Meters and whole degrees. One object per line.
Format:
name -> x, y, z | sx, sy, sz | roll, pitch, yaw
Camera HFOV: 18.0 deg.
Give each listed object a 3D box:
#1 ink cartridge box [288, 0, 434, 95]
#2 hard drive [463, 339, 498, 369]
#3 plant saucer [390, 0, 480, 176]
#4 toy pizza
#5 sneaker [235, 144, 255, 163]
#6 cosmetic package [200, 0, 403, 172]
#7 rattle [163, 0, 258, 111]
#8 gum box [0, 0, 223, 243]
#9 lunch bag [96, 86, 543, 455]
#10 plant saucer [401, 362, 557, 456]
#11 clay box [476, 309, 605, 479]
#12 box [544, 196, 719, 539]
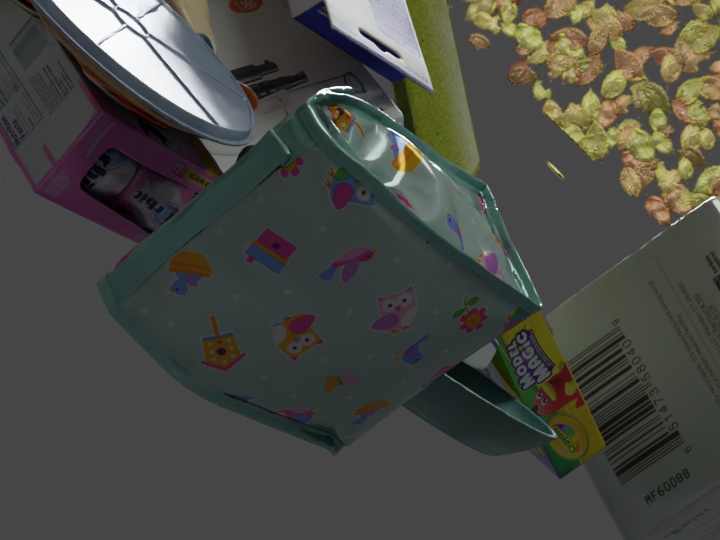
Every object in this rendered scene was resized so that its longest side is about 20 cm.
ink cartridge box -> -0.010, -0.191, 1.554 | 0.094, 0.037, 0.201 | 30, 27, -32
hard drive -> 0.000, 0.000, 1.553 | 0.132, 0.025, 0.200 | 31, 2, -27
plant saucer -> 0.050, -0.150, 1.749 | 0.200, 0.048, 0.201 | -103, -179, -80
toy pizza -> -0.145, -0.137, 1.354 | 0.200, 0.032, 0.200 | 39, 15, -13
sneaker -> 0.003, -0.025, 1.395 | 0.199, 0.073, 0.071 | 21, 67, -40
cosmetic package -> -0.077, -0.117, 1.551 | 0.200, 0.150, 0.052 | -126, -154, -45
rattle -> -0.165, -0.164, 1.523 | 0.130, 0.142, 0.201 | 81, -12, -70
gum box -> -0.169, -0.101, 1.386 | 0.113, 0.066, 0.200 | 28, 19, -45
lunch bag -> -0.028, -0.005, 1.255 | 0.200, 0.170, 0.122 | 31, 29, -46
plant saucer -> 0.037, 0.066, 1.485 | 0.199, 0.036, 0.200 | 33, 3, -2
clay box -> 0.094, 0.040, 1.591 | 0.201, 0.047, 0.115 | 61, -10, -31
box -> 0.271, 0.091, 1.761 | 0.171, 0.200, 0.200 | 24, 34, -58
